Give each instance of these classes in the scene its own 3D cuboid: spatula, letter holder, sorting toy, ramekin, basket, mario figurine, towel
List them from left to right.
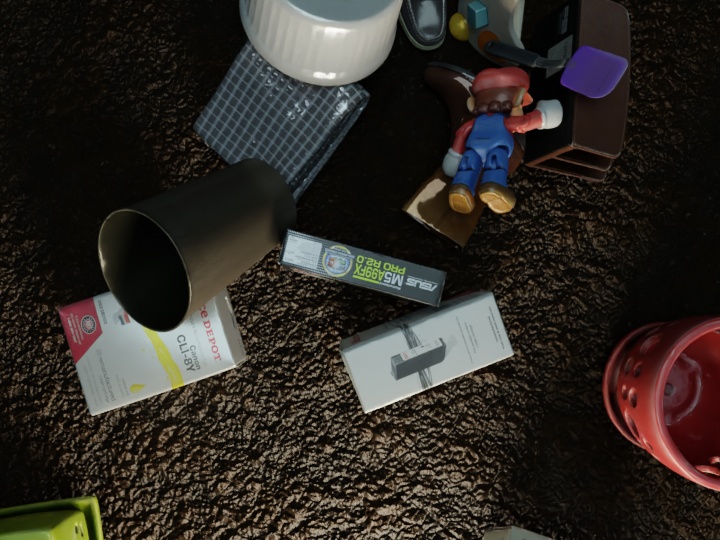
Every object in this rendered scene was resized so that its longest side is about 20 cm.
[{"bbox_3d":[-0.179,-0.043,0.743,0.137,0.180,0.200,52,46,-1],"label":"basket"},{"bbox_3d":[-0.107,-0.201,0.824,0.165,0.086,0.201,40,107,0],"label":"towel"},{"bbox_3d":[-0.041,-0.333,0.744,0.197,0.098,0.204,4,72,-12],"label":"ramekin"},{"bbox_3d":[0.176,-0.161,0.796,0.122,0.106,0.203,17,71,1],"label":"mario figurine"},{"bbox_3d":[0.186,-0.395,0.817,0.105,0.180,0.204,7,88,-2],"label":"sorting toy"},{"bbox_3d":[0.229,-0.259,0.783,0.199,0.020,0.057,34,93,44],"label":"spatula"},{"bbox_3d":[0.309,-0.233,0.836,0.140,0.100,0.204,9,82,-19],"label":"letter holder"}]

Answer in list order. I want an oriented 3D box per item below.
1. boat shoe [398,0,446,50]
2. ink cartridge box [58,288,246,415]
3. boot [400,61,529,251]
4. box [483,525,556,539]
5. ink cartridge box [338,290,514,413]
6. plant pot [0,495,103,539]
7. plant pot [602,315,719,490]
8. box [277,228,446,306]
[{"bbox_3d":[0.082,-0.411,0.870,0.071,0.065,0.204,-6,90,-4],"label":"boat shoe"},{"bbox_3d":[-0.269,0.085,0.838,0.197,0.083,0.147,-18,89,-2],"label":"ink cartridge box"},{"bbox_3d":[0.117,-0.159,0.871,0.187,0.068,0.201,37,87,-12],"label":"boot"},{"bbox_3d":[0.257,0.428,0.818,0.197,0.109,0.129,19,65,-1],"label":"box"},{"bbox_3d":[0.077,0.099,0.819,0.197,0.144,0.085,-20,89,-2],"label":"ink cartridge box"},{"bbox_3d":[-0.421,0.395,0.777,0.197,0.181,0.203,-8,89,-2],"label":"plant pot"},{"bbox_3d":[0.427,0.156,0.810,0.197,0.182,0.204,0,89,-1],"label":"plant pot"},{"bbox_3d":[0.000,0.000,0.811,0.197,0.160,0.045,15,87,-2],"label":"box"}]
